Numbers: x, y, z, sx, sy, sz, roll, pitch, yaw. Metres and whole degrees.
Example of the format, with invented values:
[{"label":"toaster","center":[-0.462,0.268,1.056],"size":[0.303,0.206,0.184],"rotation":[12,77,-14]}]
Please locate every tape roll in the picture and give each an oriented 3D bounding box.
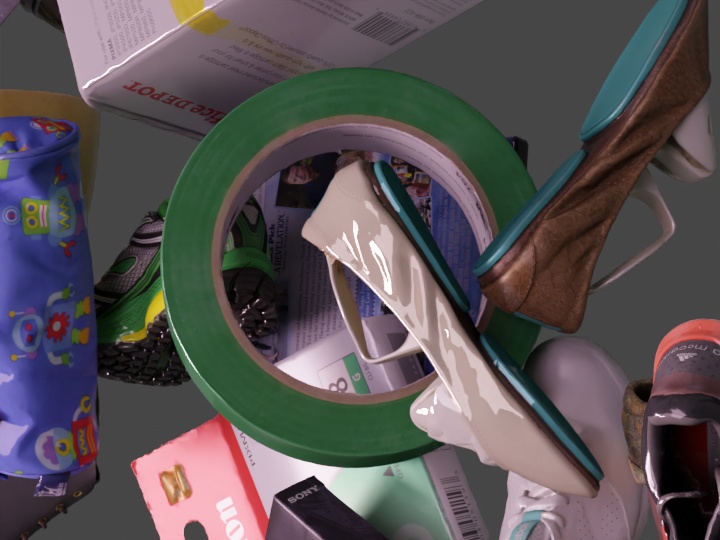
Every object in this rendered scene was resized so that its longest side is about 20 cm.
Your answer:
[{"label":"tape roll","center":[-0.003,-0.001,1.061],"size":[0.199,0.048,0.202],"rotation":[1,77,-3]}]

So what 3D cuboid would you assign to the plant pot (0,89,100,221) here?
[{"label":"plant pot","center":[-0.248,-0.019,1.221],"size":[0.199,0.200,0.143],"rotation":[-8,85,32]}]

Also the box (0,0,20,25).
[{"label":"box","center":[-0.227,-0.184,1.242],"size":[0.200,0.038,0.137],"rotation":[-37,31,49]}]

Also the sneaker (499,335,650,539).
[{"label":"sneaker","center":[0.096,0.129,1.028],"size":[0.075,0.088,0.202],"rotation":[-6,78,34]}]

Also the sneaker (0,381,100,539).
[{"label":"sneaker","center":[-0.212,0.154,1.238],"size":[0.075,0.105,0.201],"rotation":[-102,20,-64]}]

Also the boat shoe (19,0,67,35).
[{"label":"boat shoe","center":[-0.136,-0.230,1.263],"size":[0.062,0.072,0.200],"rotation":[37,107,5]}]

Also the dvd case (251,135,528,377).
[{"label":"dvd case","center":[0.000,0.000,1.155],"size":[0.199,0.018,0.144],"rotation":[0,83,33]}]

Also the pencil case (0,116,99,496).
[{"label":"pencil case","center":[-0.187,0.018,1.122],"size":[0.078,0.087,0.202],"rotation":[8,106,36]}]

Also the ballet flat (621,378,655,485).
[{"label":"ballet flat","center":[0.210,0.055,0.974],"size":[0.199,0.070,0.071],"rotation":[-19,72,33]}]

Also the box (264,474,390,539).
[{"label":"box","center":[-0.004,0.225,1.060],"size":[0.143,0.036,0.201],"rotation":[35,127,33]}]

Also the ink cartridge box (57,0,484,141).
[{"label":"ink cartridge box","center":[-0.048,-0.159,1.136],"size":[0.199,0.145,0.084],"rotation":[-28,67,26]}]

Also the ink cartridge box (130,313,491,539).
[{"label":"ink cartridge box","center":[-0.035,0.137,1.124],"size":[0.199,0.050,0.162],"rotation":[-28,77,24]}]

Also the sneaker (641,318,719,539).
[{"label":"sneaker","center":[0.160,0.125,0.946],"size":[0.077,0.082,0.201],"rotation":[-4,116,33]}]

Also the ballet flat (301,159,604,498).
[{"label":"ballet flat","center":[0.038,0.040,1.003],"size":[0.069,0.069,0.201],"rotation":[-39,77,22]}]

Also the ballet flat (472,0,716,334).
[{"label":"ballet flat","center":[0.134,-0.050,1.034],"size":[0.201,0.072,0.068],"rotation":[-55,9,-21]}]

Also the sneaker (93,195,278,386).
[{"label":"sneaker","center":[-0.111,0.012,1.182],"size":[0.199,0.078,0.086],"rotation":[-25,56,45]}]
